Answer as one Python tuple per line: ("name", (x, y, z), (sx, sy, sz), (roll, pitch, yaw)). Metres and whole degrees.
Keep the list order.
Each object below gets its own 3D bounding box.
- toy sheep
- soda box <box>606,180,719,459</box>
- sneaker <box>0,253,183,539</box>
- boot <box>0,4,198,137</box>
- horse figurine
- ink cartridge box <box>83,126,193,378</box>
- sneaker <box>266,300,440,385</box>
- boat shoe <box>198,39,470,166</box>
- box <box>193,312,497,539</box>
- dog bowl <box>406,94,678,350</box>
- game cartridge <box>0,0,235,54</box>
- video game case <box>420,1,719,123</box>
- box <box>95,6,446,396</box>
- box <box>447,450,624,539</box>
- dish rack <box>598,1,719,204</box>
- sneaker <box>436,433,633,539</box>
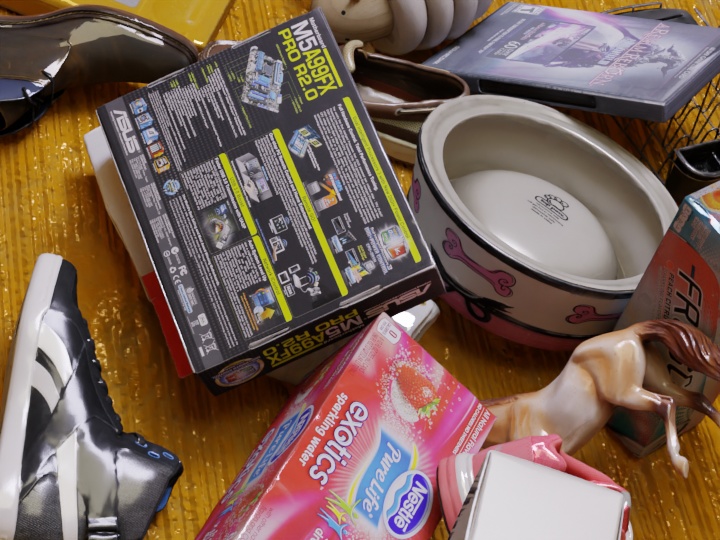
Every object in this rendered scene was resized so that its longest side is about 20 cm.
("toy sheep", (0.043, -0.232, 1.457), (0.200, 0.138, 0.138), (-39, 69, -21))
("soda box", (0.211, 0.029, 1.236), (0.068, 0.201, 0.064), (-24, 60, -33))
("sneaker", (-0.158, 0.089, 1.161), (0.111, 0.073, 0.201), (12, 56, -13))
("boot", (-0.213, -0.127, 1.332), (0.199, 0.075, 0.097), (6, 61, -4))
("horse figurine", (0.146, 0.094, 1.205), (0.133, 0.200, 0.050), (55, 16, 26))
("ink cartridge box", (-0.079, -0.046, 1.248), (0.160, 0.050, 0.200), (-26, 47, 1))
("sneaker", (0.000, 0.000, 1.287), (0.115, 0.074, 0.201), (19, 57, -4))
("boat shoe", (-0.017, -0.137, 1.390), (0.201, 0.075, 0.075), (12, 48, -8))
("box", (-0.015, 0.135, 1.128), (0.100, 0.095, 0.200), (42, 47, -8))
("dog bowl", (0.118, -0.028, 1.321), (0.199, 0.074, 0.201), (17, 37, -13))
("game cartridge", (-0.186, -0.240, 1.454), (0.199, 0.033, 0.177), (20, 48, 1))
("video game case", (0.162, -0.156, 1.432), (0.199, 0.019, 0.143), (11, 32, 31))
("box", (-0.057, -0.044, 1.205), (0.159, 0.044, 0.201), (-24, 65, 1))
("box", (0.073, 0.189, 1.054), (0.082, 0.200, 0.069), (19, 47, -1))
("dish rack", (0.253, -0.140, 1.495), (0.153, 0.055, 0.200), (-14, 56, -29))
("sneaker", (0.128, 0.163, 1.118), (0.200, 0.087, 0.074), (45, 28, -35))
